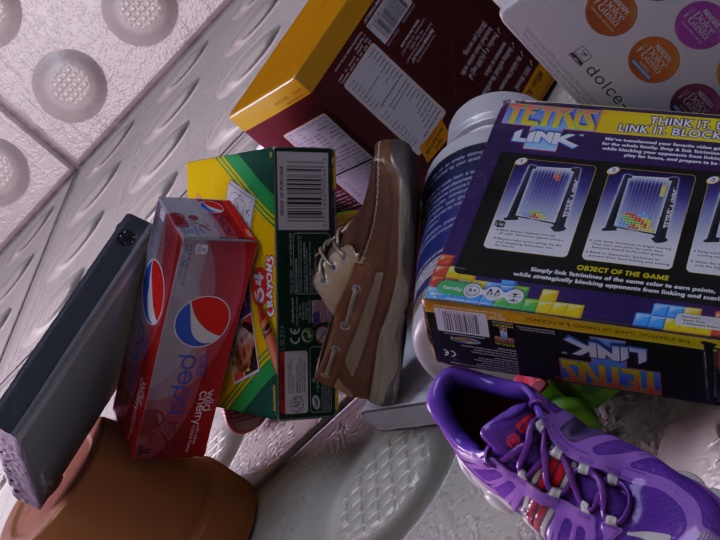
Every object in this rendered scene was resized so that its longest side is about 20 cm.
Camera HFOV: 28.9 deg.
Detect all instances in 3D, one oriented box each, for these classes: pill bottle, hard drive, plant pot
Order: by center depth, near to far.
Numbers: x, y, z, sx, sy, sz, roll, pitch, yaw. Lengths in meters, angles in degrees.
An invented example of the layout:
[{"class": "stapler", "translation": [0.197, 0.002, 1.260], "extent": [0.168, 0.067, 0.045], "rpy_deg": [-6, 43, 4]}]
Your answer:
[{"class": "pill bottle", "translation": [0.094, -0.024, 0.939], "extent": [0.111, 0.111, 0.202], "rpy_deg": [-35, 34, 36]}, {"class": "hard drive", "translation": [0.086, 0.026, 1.041], "extent": [0.131, 0.026, 0.201], "rpy_deg": [-17, 36, 58]}, {"class": "hard drive", "translation": [-0.217, 0.072, 1.091], "extent": [0.140, 0.033, 0.201], "rpy_deg": [98, -161, -59]}, {"class": "plant pot", "translation": [-0.201, 0.216, 1.150], "extent": [0.200, 0.140, 0.201], "rpy_deg": [-41, 21, 20]}]

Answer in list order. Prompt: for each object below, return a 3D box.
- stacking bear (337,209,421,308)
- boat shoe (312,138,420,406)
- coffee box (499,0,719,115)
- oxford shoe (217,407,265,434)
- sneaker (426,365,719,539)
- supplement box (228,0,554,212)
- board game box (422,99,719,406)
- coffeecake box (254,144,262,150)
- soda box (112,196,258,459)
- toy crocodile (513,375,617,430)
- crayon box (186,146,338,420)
[{"class": "stacking bear", "translation": [0.000, 0.000, 1.123], "extent": [0.200, 0.112, 0.123], "rpy_deg": [156, 110, -63]}, {"class": "boat shoe", "translation": [0.001, 0.005, 0.966], "extent": [0.076, 0.071, 0.202], "rpy_deg": [-79, -4, -63]}, {"class": "coffee box", "translation": [0.229, -0.192, 0.861], "extent": [0.197, 0.199, 0.201], "rpy_deg": [-35, 23, 33]}, {"class": "oxford shoe", "translation": [-0.117, 0.043, 1.245], "extent": [0.070, 0.203, 0.074], "rpy_deg": [-11, 14, -38]}, {"class": "sneaker", "translation": [0.102, 0.107, 0.714], "extent": [0.199, 0.083, 0.081], "rpy_deg": [25, 77, 47]}, {"class": "supplement box", "translation": [0.033, -0.158, 1.233], "extent": [0.132, 0.200, 0.198], "rpy_deg": [-17, 37, 59]}, {"class": "board game box", "translation": [0.152, -0.014, 0.761], "extent": [0.198, 0.057, 0.166], "rpy_deg": [8, 48, 22]}, {"class": "coffeecake box", "translation": [-0.028, -0.132, 1.393], "extent": [0.153, 0.073, 0.200], "rpy_deg": [-37, -1, -30]}, {"class": "soda box", "translation": [-0.138, 0.047, 1.085], "extent": [0.070, 0.063, 0.202], "rpy_deg": [52, 134, 49]}, {"class": "toy crocodile", "translation": [0.139, 0.049, 0.821], "extent": [0.200, 0.062, 0.068], "rpy_deg": [-44, 20, 15]}, {"class": "crayon box", "translation": [-0.081, 0.009, 1.107], "extent": [0.172, 0.058, 0.203], "rpy_deg": [-1, 90, 60]}]
